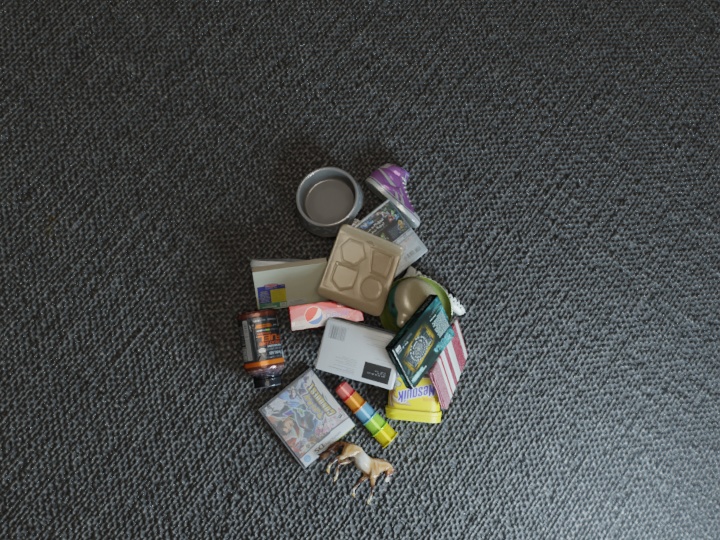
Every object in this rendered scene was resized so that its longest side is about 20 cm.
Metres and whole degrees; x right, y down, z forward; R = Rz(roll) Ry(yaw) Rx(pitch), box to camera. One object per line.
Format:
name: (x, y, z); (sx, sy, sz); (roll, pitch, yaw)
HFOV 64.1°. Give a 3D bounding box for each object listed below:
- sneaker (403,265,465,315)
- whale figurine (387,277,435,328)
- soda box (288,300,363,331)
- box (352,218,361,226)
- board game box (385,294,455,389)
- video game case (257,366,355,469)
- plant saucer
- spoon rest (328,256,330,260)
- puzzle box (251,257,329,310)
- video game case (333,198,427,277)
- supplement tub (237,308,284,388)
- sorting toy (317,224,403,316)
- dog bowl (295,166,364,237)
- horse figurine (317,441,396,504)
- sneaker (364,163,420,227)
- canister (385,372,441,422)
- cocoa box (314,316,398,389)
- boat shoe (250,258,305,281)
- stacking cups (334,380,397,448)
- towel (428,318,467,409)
sneaker: (0.201, 0.069, 1.607); (0.200, 0.075, 0.081); (35, 97, 0)
whale figurine: (0.140, 0.121, 1.495); (0.159, 0.104, 0.201); (-20, 90, -40)
soda box: (-0.094, 0.120, 1.566); (0.199, 0.063, 0.070); (-8, 83, -6)
box: (0.059, -0.091, 1.624); (0.199, 0.039, 0.042); (22, 82, -2)
board game box: (0.150, 0.173, 1.408); (0.200, 0.028, 0.136); (-45, 122, -32)
video game case: (-0.143, 0.393, 1.541); (0.181, 0.026, 0.200); (-38, 87, -9)
plant saucer: (0.151, 0.107, 1.575); (0.199, 0.031, 0.201); (2, 106, 7)
spoon rest: (0.002, -0.016, 1.607); (0.199, 0.061, 0.100); (1, 83, -19)
puzzle box: (-0.185, 0.038, 1.542); (0.199, 0.025, 0.134); (-7, 127, -10)
video game case: (0.057, -0.066, 1.577); (0.200, 0.023, 0.182); (-39, 95, -12)
supplement tub: (-0.259, 0.206, 1.516); (0.106, 0.107, 0.201); (-10, 83, -7)
sorting toy: (0.000, 0.000, 1.532); (0.184, 0.036, 0.201); (21, 86, -12)
dog bowl: (-0.089, -0.196, 1.595); (0.199, 0.059, 0.201); (-1, 75, 5)
horse figurine: (-0.011, 0.512, 1.506); (0.200, 0.050, 0.133); (36, 54, 4)
sneaker: (0.120, -0.222, 1.635); (0.114, 0.073, 0.201); (-43, 88, -14)
canister: (0.146, 0.295, 1.540); (0.148, 0.087, 0.201); (4, 85, 6)
cocoa box: (0.005, 0.205, 1.459); (0.199, 0.131, 0.134); (14, 90, 8)
boat shoe: (-0.202, 0.007, 1.577); (0.199, 0.072, 0.071); (3, 101, -4)
stacking cups: (0.009, 0.385, 1.545); (0.200, 0.061, 0.061); (44, 80, 5)
towel: (0.233, 0.243, 1.516); (0.023, 0.144, 0.200); (2, 38, 30)
